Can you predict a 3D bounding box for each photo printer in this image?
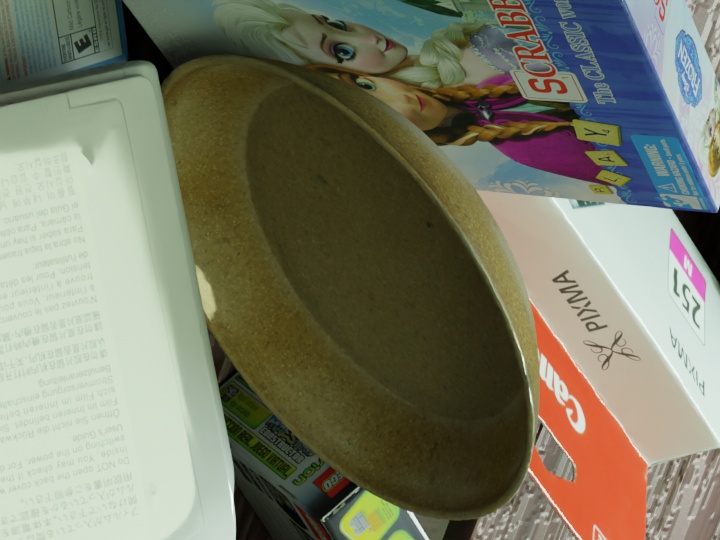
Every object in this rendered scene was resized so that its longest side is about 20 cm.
[{"bbox_3d":[-0.134,0.037,1.021,0.166,0.069,0.201,-14,99,-17],"label":"photo printer"}]

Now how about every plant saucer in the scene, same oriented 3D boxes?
[{"bbox_3d":[0.000,0.000,1.047,0.035,0.200,0.201,-37,127,-30],"label":"plant saucer"}]

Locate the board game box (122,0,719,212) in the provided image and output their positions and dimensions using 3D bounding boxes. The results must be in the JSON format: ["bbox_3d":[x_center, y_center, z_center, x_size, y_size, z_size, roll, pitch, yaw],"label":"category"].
[{"bbox_3d":[0.019,-0.089,1.022,0.200,0.198,0.041,53,47,-59],"label":"board game box"}]

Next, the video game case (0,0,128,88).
[{"bbox_3d":[-0.183,-0.115,1.021,0.199,0.018,0.144,-20,121,-26],"label":"video game case"}]

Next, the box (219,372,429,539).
[{"bbox_3d":[0.009,0.138,1.204,0.035,0.110,0.200,-40,128,-13],"label":"box"}]

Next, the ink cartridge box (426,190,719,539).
[{"bbox_3d":[0.096,0.018,1.184,0.043,0.174,0.200,-18,132,24],"label":"ink cartridge box"}]
